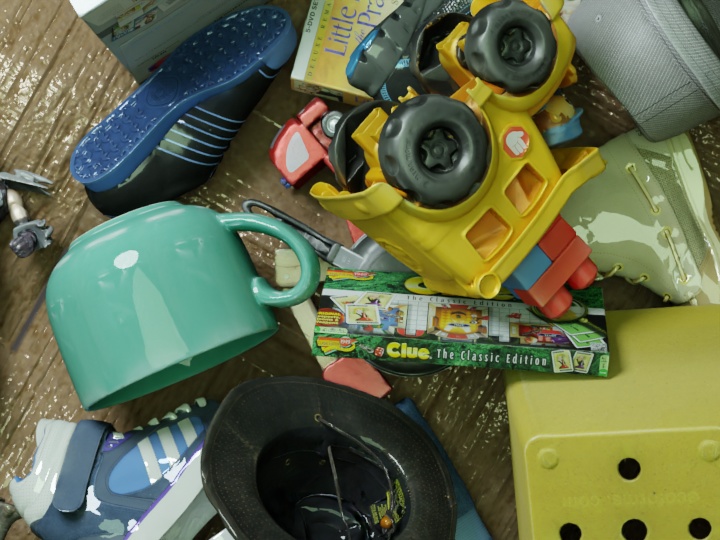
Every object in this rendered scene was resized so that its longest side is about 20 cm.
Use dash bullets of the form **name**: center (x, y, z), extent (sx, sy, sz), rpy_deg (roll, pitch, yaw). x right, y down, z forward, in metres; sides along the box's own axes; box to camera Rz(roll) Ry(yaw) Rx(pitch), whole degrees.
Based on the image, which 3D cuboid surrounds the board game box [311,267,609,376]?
- **board game box**: center (0.069, 0.034, 1.293), extent (0.198, 0.105, 0.024), rpy_deg (4, 112, 2)

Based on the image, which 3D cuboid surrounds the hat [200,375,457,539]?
- **hat**: center (-0.032, 0.166, 1.315), extent (0.200, 0.201, 0.081), rpy_deg (42, 132, 3)

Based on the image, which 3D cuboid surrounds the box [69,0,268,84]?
- **box**: center (-0.122, -0.210, 1.338), extent (0.155, 0.200, 0.041), rpy_deg (-33, 80, 1)

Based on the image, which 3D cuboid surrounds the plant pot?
- **plant pot**: center (0.192, 0.145, 1.285), extent (0.198, 0.176, 0.202), rpy_deg (-4, 102, 12)

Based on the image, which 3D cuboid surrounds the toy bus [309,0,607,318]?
- **toy bus**: center (0.096, -0.071, 1.267), extent (0.192, 0.136, 0.200), rpy_deg (42, 79, -15)

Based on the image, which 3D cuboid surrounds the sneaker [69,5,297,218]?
- **sneaker**: center (-0.121, -0.112, 1.398), extent (0.199, 0.078, 0.070), rpy_deg (-38, 49, 0)

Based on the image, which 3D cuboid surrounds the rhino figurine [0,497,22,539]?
- **rhino figurine**: center (-0.207, 0.235, 1.394), extent (0.198, 0.060, 0.088), rpy_deg (18, 84, 2)

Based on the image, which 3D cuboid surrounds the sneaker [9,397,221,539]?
- **sneaker**: center (-0.163, 0.126, 1.375), extent (0.146, 0.081, 0.200), rpy_deg (31, 59, 19)

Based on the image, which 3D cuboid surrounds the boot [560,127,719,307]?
- **boot**: center (0.191, 0.001, 1.380), extent (0.154, 0.073, 0.202), rpy_deg (-16, 85, 1)

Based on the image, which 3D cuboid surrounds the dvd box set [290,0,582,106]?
- **dvd box set**: center (0.060, -0.182, 1.403), extent (0.198, 0.029, 0.148), rpy_deg (15, 76, 3)

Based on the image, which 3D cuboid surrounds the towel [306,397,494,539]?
- **towel**: center (0.038, 0.203, 1.390), extent (0.111, 0.049, 0.201), rpy_deg (-29, 86, 0)

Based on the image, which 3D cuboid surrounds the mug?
- **mug**: center (-0.135, 0.014, 1.360), extent (0.184, 0.152, 0.115), rpy_deg (-22, 84, -21)

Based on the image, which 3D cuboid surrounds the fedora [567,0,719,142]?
- **fedora**: center (0.207, -0.165, 1.345), extent (0.090, 0.201, 0.177), rpy_deg (-33, 129, 20)

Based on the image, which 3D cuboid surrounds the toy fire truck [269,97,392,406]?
- **toy fire truck**: center (-0.015, -0.012, 1.401), extent (0.141, 0.049, 0.200), rpy_deg (-42, 87, 0)

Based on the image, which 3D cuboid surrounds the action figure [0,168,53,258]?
- **action figure**: center (-0.295, -0.008, 1.405), extent (0.129, 0.069, 0.202), rpy_deg (6, 85, 8)

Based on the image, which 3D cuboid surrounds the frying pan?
- **frying pan**: center (0.014, -0.010, 1.363), extent (0.115, 0.031, 0.190), rpy_deg (-39, 90, -1)

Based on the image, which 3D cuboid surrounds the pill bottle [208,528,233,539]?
- **pill bottle**: center (-0.048, 0.274, 1.359), extent (0.112, 0.112, 0.201), rpy_deg (-33, 85, 1)

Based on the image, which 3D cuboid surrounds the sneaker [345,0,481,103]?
- **sneaker**: center (0.073, -0.193, 1.363), extent (0.082, 0.073, 0.201), rpy_deg (38, 82, -10)
